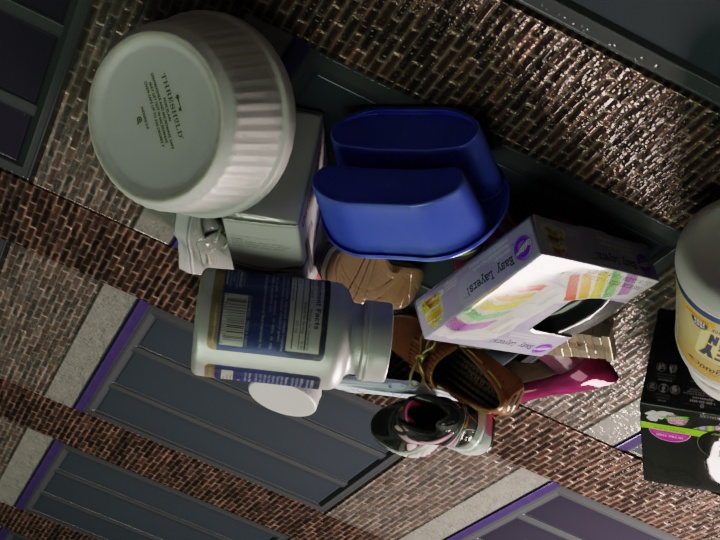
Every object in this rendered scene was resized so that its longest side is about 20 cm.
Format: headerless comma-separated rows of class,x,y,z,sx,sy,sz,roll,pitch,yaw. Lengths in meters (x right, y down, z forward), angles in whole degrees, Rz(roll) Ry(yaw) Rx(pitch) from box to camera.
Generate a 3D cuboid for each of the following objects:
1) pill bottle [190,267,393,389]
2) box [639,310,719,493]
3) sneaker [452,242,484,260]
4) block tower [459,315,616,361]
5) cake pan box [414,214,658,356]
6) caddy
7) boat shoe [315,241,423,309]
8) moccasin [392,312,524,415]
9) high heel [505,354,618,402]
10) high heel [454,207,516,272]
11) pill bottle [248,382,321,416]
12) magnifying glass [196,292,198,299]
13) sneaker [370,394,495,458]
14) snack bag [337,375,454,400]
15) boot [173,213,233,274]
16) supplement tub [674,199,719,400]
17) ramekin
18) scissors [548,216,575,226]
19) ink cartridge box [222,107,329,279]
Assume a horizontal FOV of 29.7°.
pill bottle,-0.070,0.062,1.389,0.198,0.112,0.111,7,150,-4
box,0.404,0.158,1.564,0.147,0.125,0.201,9,150,18
sneaker,0.060,-0.050,1.446,0.199,0.074,0.081,20,172,43
block tower,0.200,0.061,1.583,0.198,0.058,0.054,6,148,23
cake pan box,0.187,0.022,1.427,0.199,0.053,0.184,12,145,-41
caddy,0.047,-0.080,1.347,0.198,0.142,0.105,4,144,24
boat shoe,0.000,0.000,1.522,0.064,0.073,0.199,28,-172,30
moccasin,0.102,0.114,1.649,0.201,0.074,0.077,38,-159,26
high heel,0.227,0.149,1.679,0.096,0.068,0.200,35,144,-6
high heel,0.119,-0.021,1.487,0.096,0.067,0.200,52,147,13
pill bottle,-0.062,0.061,1.576,0.108,0.201,0.109,13,151,8
magnifying glass,-0.137,0.030,1.745,0.079,0.023,0.199,38,144,-30
sneaker,0.074,0.181,1.687,0.086,0.081,0.199,27,155,-33
snack bag,0.026,0.149,1.783,0.187,0.022,0.200,3,172,26
boot,-0.165,-0.048,1.595,0.095,0.074,0.200,11,158,0
supplement tub,0.385,0.035,1.351,0.143,0.145,0.201,7,148,18
ramekin,-0.169,-0.146,1.285,0.201,0.205,0.094,-1,-173,29
scissors,0.156,-0.031,1.495,0.198,0.014,0.073,-2,144,29
ink cartridge box,-0.084,-0.058,1.445,0.084,0.147,0.201,6,149,8
